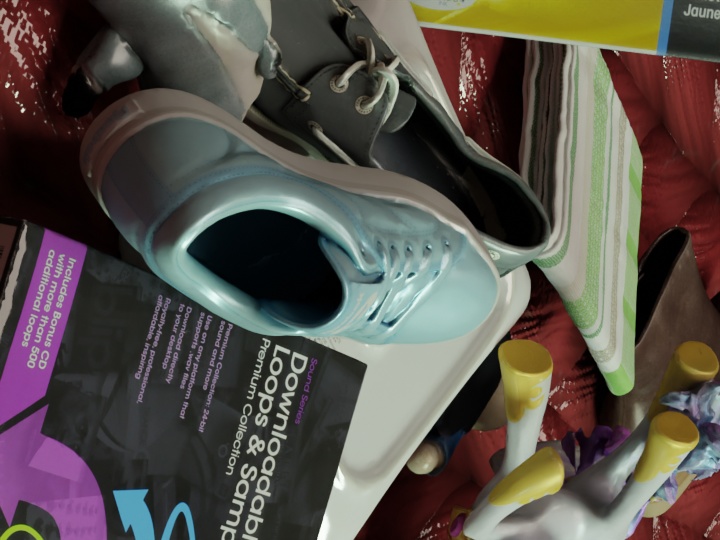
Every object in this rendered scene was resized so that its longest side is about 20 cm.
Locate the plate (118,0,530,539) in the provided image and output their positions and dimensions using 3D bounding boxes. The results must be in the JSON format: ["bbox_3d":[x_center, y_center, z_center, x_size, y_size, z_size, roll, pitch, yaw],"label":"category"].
[{"bbox_3d":[0.000,0.000,1.134,0.200,0.032,0.200,-51,131,-34],"label":"plate"}]

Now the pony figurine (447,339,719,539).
[{"bbox_3d":[0.103,0.120,1.297,0.193,0.167,0.200,1,137,-32],"label":"pony figurine"}]

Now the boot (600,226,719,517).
[{"bbox_3d":[0.203,0.034,1.596,0.200,0.072,0.166,-54,148,-34],"label":"boot"}]

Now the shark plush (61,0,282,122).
[{"bbox_3d":[-0.082,-0.086,0.986,0.083,0.091,0.200,-28,142,-29],"label":"shark plush"}]

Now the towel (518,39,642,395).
[{"bbox_3d":[0.114,-0.036,1.395,0.200,0.031,0.149,57,36,-61],"label":"towel"}]

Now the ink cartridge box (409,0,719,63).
[{"bbox_3d":[0.118,-0.195,1.164,0.047,0.197,0.200,-63,159,-71],"label":"ink cartridge box"}]

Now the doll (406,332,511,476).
[{"bbox_3d":[0.041,0.029,1.284,0.137,0.048,0.200,-69,154,-17],"label":"doll"}]

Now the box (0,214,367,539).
[{"bbox_3d":[-0.086,0.074,0.996,0.200,0.036,0.143,24,79,-49],"label":"box"}]

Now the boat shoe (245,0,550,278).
[{"bbox_3d":[0.004,-0.070,1.062,0.200,0.062,0.073,51,53,-25],"label":"boat shoe"}]

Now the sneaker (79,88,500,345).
[{"bbox_3d":[-0.015,0.003,0.990,0.200,0.082,0.074,19,119,-40],"label":"sneaker"}]
